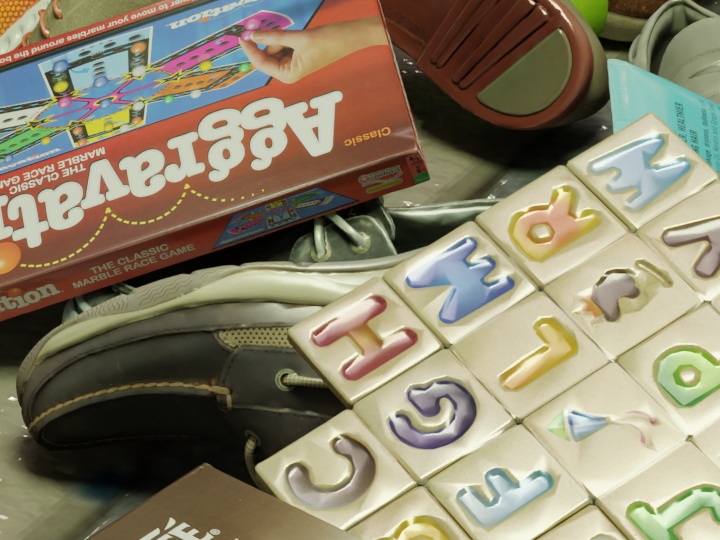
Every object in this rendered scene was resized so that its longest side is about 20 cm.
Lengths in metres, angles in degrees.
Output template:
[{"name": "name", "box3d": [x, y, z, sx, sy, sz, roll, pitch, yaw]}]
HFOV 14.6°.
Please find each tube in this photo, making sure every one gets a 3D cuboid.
[{"name": "tube", "box3d": [0.161, -0.001, 0.883, 0.200, 0.050, 0.078, 26, 32, -21]}]

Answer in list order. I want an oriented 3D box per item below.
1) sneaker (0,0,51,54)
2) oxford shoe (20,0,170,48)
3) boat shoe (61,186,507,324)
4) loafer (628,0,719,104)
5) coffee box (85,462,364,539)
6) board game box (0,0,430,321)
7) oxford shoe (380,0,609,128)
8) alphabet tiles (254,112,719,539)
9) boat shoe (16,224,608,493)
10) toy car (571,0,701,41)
[{"name": "sneaker", "box3d": [-0.088, -0.134, 1.060, 0.073, 0.200, 0.077, 37, 22, -53]}, {"name": "oxford shoe", "box3d": [-0.096, -0.086, 1.004, 0.200, 0.075, 0.070, -32, 36, -1]}, {"name": "boat shoe", "box3d": [0.000, 0.000, 0.936, 0.200, 0.071, 0.072, -3, 30, -12]}, {"name": "loafer", "box3d": [0.131, -0.058, 1.034, 0.070, 0.070, 0.200, -7, 14, -5]}, {"name": "coffee box", "box3d": [0.003, 0.136, 0.668, 0.200, 0.080, 0.114, 22, 32, 28]}, {"name": "board game box", "box3d": [-0.083, -0.041, 0.935, 0.200, 0.019, 0.103, -18, 52, 4]}, {"name": "oxford shoe", "box3d": [0.021, -0.125, 1.144, 0.200, 0.070, 0.075, 47, 15, 18]}, {"name": "alphabet tiles", "box3d": [0.080, 0.037, 0.774, 0.200, 0.006, 0.166, -31, 56, -17]}, {"name": "boat shoe", "box3d": [-0.010, 0.038, 0.848, 0.200, 0.073, 0.074, -11, -17, 15]}, {"name": "toy car", "box3d": [0.107, -0.213, 1.208, 0.158, 0.200, 0.164, 37, 39, 19]}]
